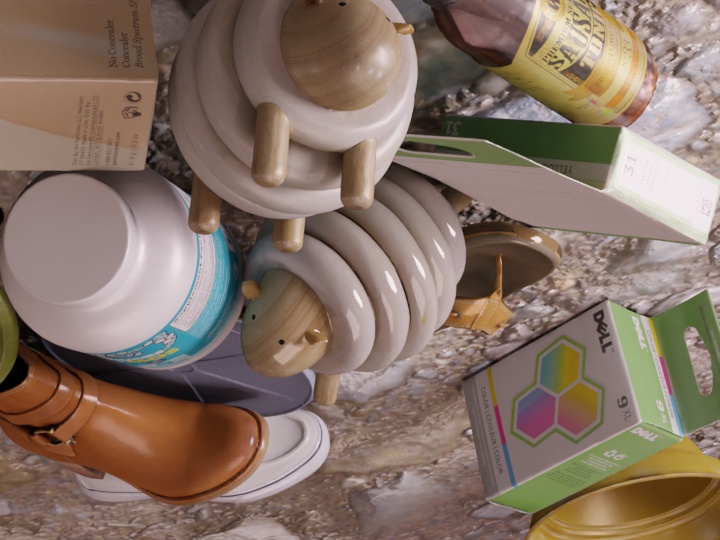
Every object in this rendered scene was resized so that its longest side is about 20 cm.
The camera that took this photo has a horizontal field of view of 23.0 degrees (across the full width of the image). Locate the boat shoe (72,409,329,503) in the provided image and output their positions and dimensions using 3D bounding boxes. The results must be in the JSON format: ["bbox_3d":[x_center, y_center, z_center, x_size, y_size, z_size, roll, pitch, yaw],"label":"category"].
[{"bbox_3d":[-0.125,0.137,1.336,0.200,0.074,0.067,-12,150,4],"label":"boat shoe"}]

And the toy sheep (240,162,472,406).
[{"bbox_3d":[0.000,0.000,1.097,0.200,0.138,0.138,-42,168,-36],"label":"toy sheep"}]

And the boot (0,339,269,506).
[{"bbox_3d":[-0.176,0.093,1.217,0.200,0.077,0.155,5,154,35],"label":"boot"}]

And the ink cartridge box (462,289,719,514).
[{"bbox_3d":[0.175,0.093,1.321,0.200,0.104,0.059,-32,143,31],"label":"ink cartridge box"}]

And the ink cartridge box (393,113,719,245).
[{"bbox_3d":[0.093,-0.067,1.029,0.200,0.048,0.146,23,170,-41],"label":"ink cartridge box"}]

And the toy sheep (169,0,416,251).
[{"bbox_3d":[-0.039,-0.087,0.918,0.138,0.138,0.200,9,163,-28],"label":"toy sheep"}]

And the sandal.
[{"bbox_3d":[0.066,0.023,1.205,0.080,0.054,0.200,15,149,-31],"label":"sandal"}]

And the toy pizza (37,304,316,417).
[{"bbox_3d":[-0.122,0.051,1.210,0.200,0.032,0.200,10,157,4],"label":"toy pizza"}]

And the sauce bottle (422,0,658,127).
[{"bbox_3d":[0.085,-0.136,0.966,0.066,0.066,0.200,-32,144,31],"label":"sauce bottle"}]

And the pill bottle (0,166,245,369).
[{"bbox_3d":[-0.138,-0.004,1.016,0.111,0.111,0.200,-14,170,7],"label":"pill bottle"}]

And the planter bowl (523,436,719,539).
[{"bbox_3d":[0.227,0.182,1.496,0.200,0.083,0.200,-8,148,-5],"label":"planter bowl"}]

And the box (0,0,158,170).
[{"bbox_3d":[-0.209,-0.108,0.906,0.200,0.095,0.078,-2,146,-15],"label":"box"}]

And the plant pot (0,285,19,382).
[{"bbox_3d":[-0.324,0.089,1.042,0.200,0.190,0.200,6,137,6],"label":"plant pot"}]

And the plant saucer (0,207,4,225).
[{"bbox_3d":[-0.291,-0.045,0.942,0.200,0.200,0.037,-1,106,-13],"label":"plant saucer"}]
